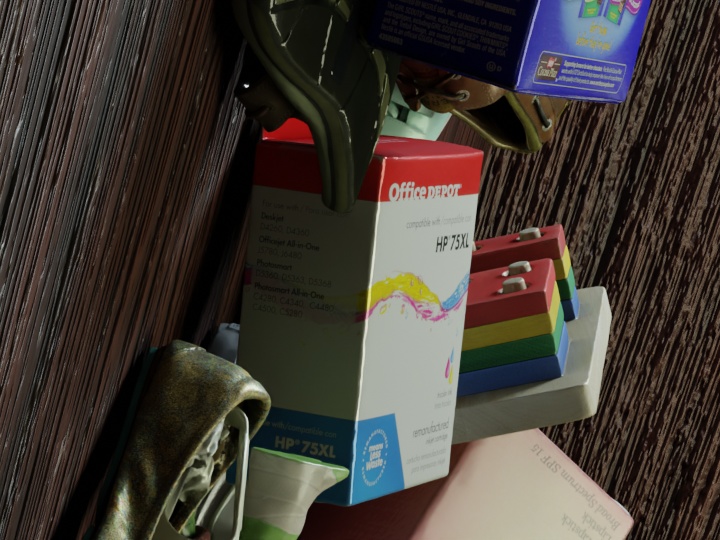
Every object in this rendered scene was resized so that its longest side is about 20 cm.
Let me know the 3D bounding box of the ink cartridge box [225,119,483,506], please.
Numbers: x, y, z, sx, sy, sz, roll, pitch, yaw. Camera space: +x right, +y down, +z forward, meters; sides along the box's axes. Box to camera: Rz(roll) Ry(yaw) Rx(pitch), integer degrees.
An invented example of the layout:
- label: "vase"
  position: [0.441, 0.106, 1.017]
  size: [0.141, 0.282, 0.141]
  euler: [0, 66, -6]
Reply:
- label: "ink cartridge box"
  position: [0.000, 0.000, 1.347]
  size: [0.116, 0.067, 0.201]
  euler: [-9, 107, -64]

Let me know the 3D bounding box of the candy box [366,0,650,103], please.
- label: "candy box"
  position: [0.085, -0.178, 1.232]
  size: [0.169, 0.077, 0.201]
  euler: [-2, 110, -70]

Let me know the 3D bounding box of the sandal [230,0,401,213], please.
- label: "sandal"
  position: [-0.025, -0.093, 1.193]
  size: [0.201, 0.057, 0.080]
  euler: [64, 42, -61]

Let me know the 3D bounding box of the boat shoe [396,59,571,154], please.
- label: "boat shoe"
  position: [0.049, -0.109, 1.426]
  size: [0.200, 0.072, 0.068]
  euler: [22, 80, -51]

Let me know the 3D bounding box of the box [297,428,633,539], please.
- label: "box"
  position: [0.034, 0.176, 1.586]
  size: [0.109, 0.128, 0.200]
  euler: [6, -122, 56]

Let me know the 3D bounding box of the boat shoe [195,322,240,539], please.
- label: "boat shoe"
  position: [-0.070, 0.121, 1.382]
  size: [0.074, 0.067, 0.201]
  euler: [93, 16, -72]

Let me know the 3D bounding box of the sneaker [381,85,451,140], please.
- label: "sneaker"
  position: [0.006, -0.065, 1.478]
  size: [0.118, 0.074, 0.201]
  euler: [-77, -174, -70]

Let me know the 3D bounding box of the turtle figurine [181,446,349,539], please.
- label: "turtle figurine"
  position: [-0.053, 0.176, 1.281]
  size: [0.144, 0.199, 0.195]
  euler: [-178, -80, -71]

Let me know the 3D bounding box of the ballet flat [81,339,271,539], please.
- label: "ballet flat"
  position: [-0.087, 0.116, 1.174]
  size: [0.071, 0.070, 0.200]
  euler: [102, 8, -55]

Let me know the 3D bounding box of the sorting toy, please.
- label: "sorting toy"
  position: [0.027, 0.036, 1.553]
  size: [0.200, 0.198, 0.070]
  euler: [-64, 141, -74]
